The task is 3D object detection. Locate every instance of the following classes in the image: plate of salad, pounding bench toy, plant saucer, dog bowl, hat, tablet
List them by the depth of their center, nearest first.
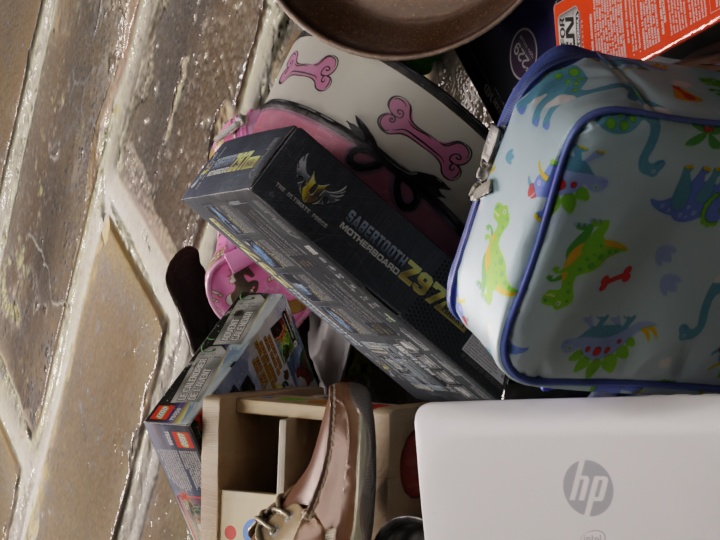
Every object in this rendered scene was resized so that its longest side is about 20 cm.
[{"bbox_3d":[0.118,0.128,1.115,0.198,0.014,0.131,-4,94,32],"label":"tablet"},{"bbox_3d":[0.030,-0.217,1.272,0.199,0.037,0.203,-1,86,21],"label":"plant saucer"},{"bbox_3d":[0.018,-0.053,1.358,0.074,0.200,0.200,-51,24,-13],"label":"dog bowl"},{"bbox_3d":[0.016,0.142,1.445,0.155,0.199,0.126,2,91,31],"label":"pounding bench toy"},{"bbox_3d":[-0.002,-0.006,1.556,0.200,0.048,0.202,-172,90,-83],"label":"plate of salad"},{"bbox_3d":[-0.069,0.069,1.625,0.201,0.080,0.202,-19,-90,-82],"label":"hat"}]

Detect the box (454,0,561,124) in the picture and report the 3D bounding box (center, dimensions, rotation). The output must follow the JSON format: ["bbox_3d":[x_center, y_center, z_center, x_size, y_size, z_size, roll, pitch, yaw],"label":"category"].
[{"bbox_3d":[0.109,-0.183,1.329,0.201,0.078,0.142,-115,35,-43],"label":"box"}]

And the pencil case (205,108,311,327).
[{"bbox_3d":[-0.070,-0.036,1.608,0.083,0.086,0.201,-57,20,28],"label":"pencil case"}]

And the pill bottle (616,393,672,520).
[{"bbox_3d":[0.136,0.121,1.203,0.200,0.110,0.112,-13,76,63],"label":"pill bottle"}]

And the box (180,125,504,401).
[{"bbox_3d":[0.000,0.000,1.310,0.051,0.200,0.158,-52,14,-13],"label":"box"}]

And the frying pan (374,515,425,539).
[{"bbox_3d":[0.062,0.171,1.225,0.115,0.031,0.190,58,143,15],"label":"frying pan"}]

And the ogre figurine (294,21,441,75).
[{"bbox_3d":[0.006,-0.212,1.361,0.119,0.098,0.202,-11,92,46],"label":"ogre figurine"}]

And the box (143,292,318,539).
[{"bbox_3d":[-0.066,0.135,1.496,0.040,0.137,0.201,1,126,30],"label":"box"}]

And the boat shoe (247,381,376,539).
[{"bbox_3d":[-0.032,0.163,1.302,0.076,0.071,0.202,-89,8,-85],"label":"boat shoe"}]

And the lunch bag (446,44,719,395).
[{"bbox_3d":[0.147,-0.017,1.096,0.083,0.198,0.162,51,131,53],"label":"lunch bag"}]

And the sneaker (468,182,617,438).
[{"bbox_3d":[0.091,0.007,1.208,0.073,0.112,0.200,-27,20,28],"label":"sneaker"}]

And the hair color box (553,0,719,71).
[{"bbox_3d":[0.191,-0.134,1.132,0.200,0.101,0.062,154,115,-61],"label":"hair color box"}]
